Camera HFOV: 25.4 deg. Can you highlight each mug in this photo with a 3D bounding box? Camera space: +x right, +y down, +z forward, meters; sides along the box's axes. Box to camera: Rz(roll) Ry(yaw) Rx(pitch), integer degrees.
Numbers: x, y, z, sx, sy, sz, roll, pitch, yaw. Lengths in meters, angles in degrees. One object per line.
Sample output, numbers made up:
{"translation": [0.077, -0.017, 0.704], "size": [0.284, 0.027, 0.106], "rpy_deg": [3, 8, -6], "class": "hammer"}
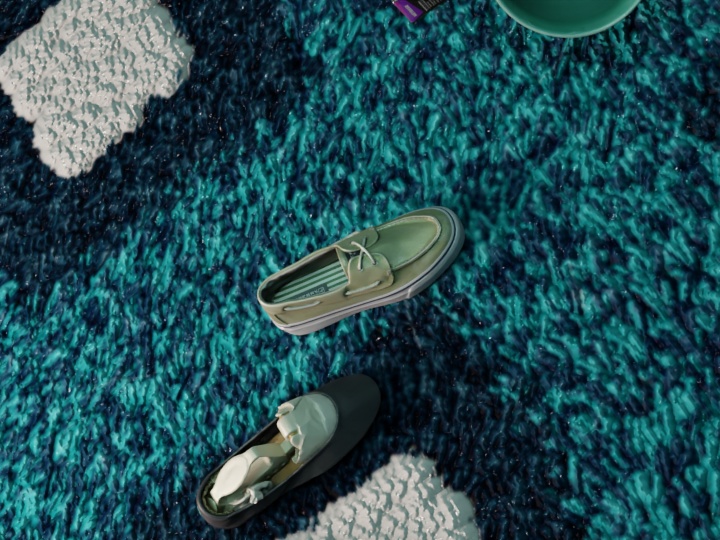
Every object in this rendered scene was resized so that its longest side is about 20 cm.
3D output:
{"translation": [0.166, -0.298, 1.411], "size": [0.185, 0.114, 0.152], "rpy_deg": [22, 111, -7], "class": "mug"}

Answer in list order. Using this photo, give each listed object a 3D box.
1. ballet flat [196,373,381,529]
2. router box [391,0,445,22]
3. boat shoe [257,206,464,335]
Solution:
{"translation": [-0.069, 0.161, 1.424], "size": [0.200, 0.073, 0.073], "rpy_deg": [-39, 63, 8], "class": "ballet flat"}
{"translation": [0.062, -0.363, 1.541], "size": [0.149, 0.051, 0.200], "rpy_deg": [-31, 64, 14], "class": "router box"}
{"translation": [0.000, 0.000, 1.448], "size": [0.200, 0.062, 0.072], "rpy_deg": [-29, 64, 12], "class": "boat shoe"}
